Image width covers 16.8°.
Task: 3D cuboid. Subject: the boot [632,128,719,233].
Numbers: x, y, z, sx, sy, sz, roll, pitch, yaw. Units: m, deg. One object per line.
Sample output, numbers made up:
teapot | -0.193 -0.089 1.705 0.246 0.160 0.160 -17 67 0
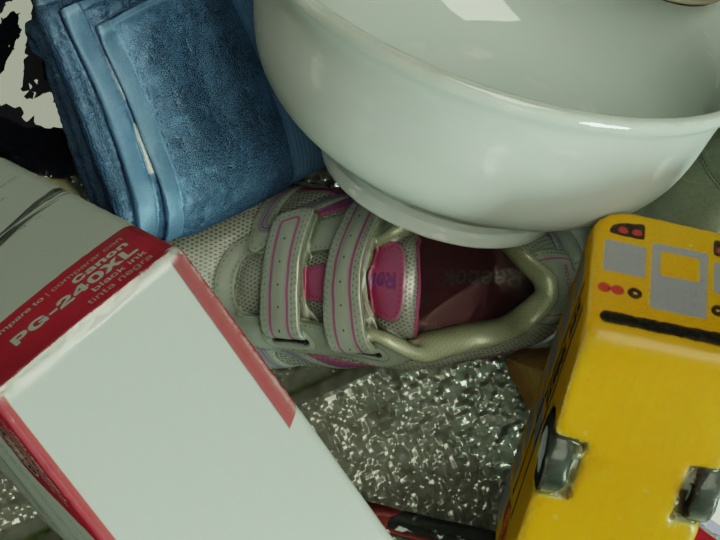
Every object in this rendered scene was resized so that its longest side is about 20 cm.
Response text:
boot | 0.151 -0.050 0.932 0.068 0.131 0.201 25 66 -4

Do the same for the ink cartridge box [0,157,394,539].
ink cartridge box | -0.093 0.049 0.894 0.083 0.200 0.145 -41 115 -12

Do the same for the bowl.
bowl | 0.042 -0.071 0.910 0.200 0.201 0.091 13 120 -12

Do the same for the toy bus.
toy bus | 0.090 0.079 0.906 0.065 0.200 0.078 11 44 -3

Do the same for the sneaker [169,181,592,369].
sneaker | 0.000 0.000 0.983 0.199 0.088 0.082 -5 91 6

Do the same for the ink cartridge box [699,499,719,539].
ink cartridge box | 0.252 0.064 0.952 0.199 0.041 0.200 35 86 -6

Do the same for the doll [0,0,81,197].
doll | -0.110 -0.100 0.991 0.136 0.048 0.201 14 87 -19

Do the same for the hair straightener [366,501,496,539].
hair straightener | 0.020 0.136 1.001 0.199 0.041 0.077 10 89 2

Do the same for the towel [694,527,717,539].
towel | 0.217 0.101 0.979 0.199 0.022 0.145 -6 91 -7

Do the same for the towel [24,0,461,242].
towel | -0.030 -0.092 0.980 0.200 0.048 0.112 -27 106 -26

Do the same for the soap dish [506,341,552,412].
soap dish | 0.185 0.062 1.026 0.199 0.081 0.158 -27 95 -4

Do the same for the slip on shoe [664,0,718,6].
slip on shoe | 0.064 -0.172 0.938 0.200 0.076 0.061 33 123 23
